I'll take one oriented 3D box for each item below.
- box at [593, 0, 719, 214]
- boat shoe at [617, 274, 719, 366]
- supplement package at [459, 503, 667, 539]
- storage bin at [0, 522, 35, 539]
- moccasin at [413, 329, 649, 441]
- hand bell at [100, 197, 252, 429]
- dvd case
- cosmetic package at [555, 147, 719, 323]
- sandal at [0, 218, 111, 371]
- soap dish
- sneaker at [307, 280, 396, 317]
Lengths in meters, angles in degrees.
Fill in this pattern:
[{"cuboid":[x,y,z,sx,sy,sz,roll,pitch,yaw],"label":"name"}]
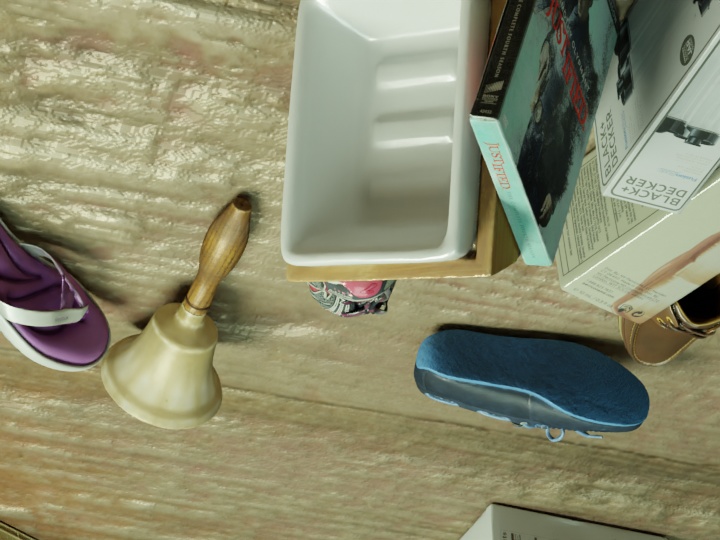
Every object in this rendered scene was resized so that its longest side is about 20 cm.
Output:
[{"cuboid":[0.218,-0.143,1.106,0.060,0.117,0.200,11,142,-15],"label":"box"},{"cuboid":[0.255,0.021,1.364,0.072,0.068,0.200,8,142,-11],"label":"boat shoe"},{"cuboid":[0.199,0.321,1.729,0.200,0.110,0.114,13,141,-17],"label":"supplement package"},{"cuboid":[-0.396,0.339,1.669,0.094,0.200,0.198,-27,136,29],"label":"storage bin"},{"cuboid":[0.144,0.096,1.470,0.200,0.081,0.068,17,147,0],"label":"moccasin"},{"cuboid":[-0.128,0.021,1.364,0.104,0.104,0.200,13,129,-17],"label":"hand bell"},{"cuboid":[0.117,-0.125,1.063,0.022,0.200,0.146,4,146,23],"label":"dvd case"},{"cuboid":[0.234,-0.059,1.231,0.087,0.104,0.200,22,139,-30],"label":"cosmetic package"},{"cuboid":[-0.252,0.014,1.331,0.050,0.083,0.203,-10,143,33],"label":"sandal"},{"cuboid":[0.032,-0.090,1.088,0.157,0.200,0.081,-2,170,38],"label":"soap dish"},{"cuboid":[0.000,0.000,1.239,0.080,0.075,0.200,-10,-174,-3],"label":"sneaker"}]
